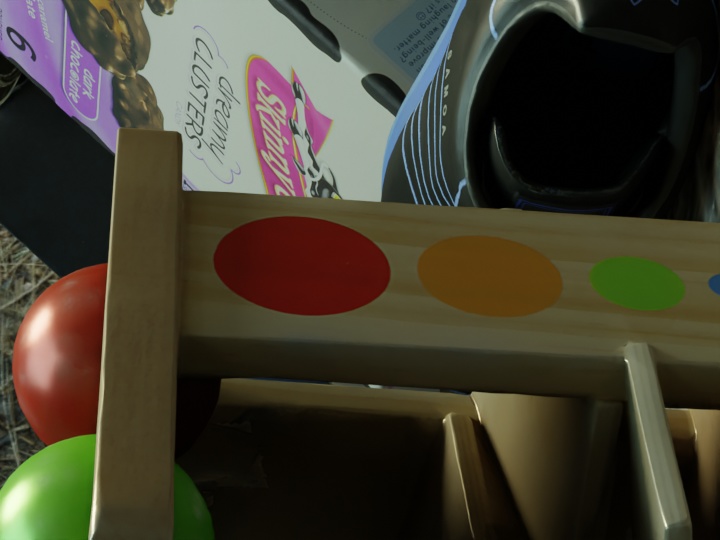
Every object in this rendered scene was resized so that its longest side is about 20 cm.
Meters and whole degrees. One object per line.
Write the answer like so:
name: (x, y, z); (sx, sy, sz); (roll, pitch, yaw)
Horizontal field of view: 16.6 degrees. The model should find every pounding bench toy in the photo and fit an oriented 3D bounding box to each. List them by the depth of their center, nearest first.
pounding bench toy: (0.010, 0.081, 0.434); (0.200, 0.155, 0.125); (-95, 11, -57)

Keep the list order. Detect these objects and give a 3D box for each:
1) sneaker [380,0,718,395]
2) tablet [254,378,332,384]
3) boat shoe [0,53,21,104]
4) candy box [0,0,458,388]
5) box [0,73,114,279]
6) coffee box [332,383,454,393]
sneaker: (0.042, -0.022, 0.620); (0.201, 0.070, 0.078); (102, 177, -48)
tablet: (-0.027, 0.112, 0.842); (0.130, 0.014, 0.200); (50, -147, -24)
boat shoe: (-0.136, -0.158, 1.079); (0.071, 0.063, 0.201); (50, -130, -56)
candy box: (-0.031, -0.078, 0.790); (0.071, 0.200, 0.168); (-41, -16, -25)
box: (-0.088, -0.066, 1.201); (0.124, 0.200, 0.197); (-38, 25, 18)
coffee box: (0.000, 0.000, 0.971); (0.200, 0.079, 0.115); (102, 169, -55)
